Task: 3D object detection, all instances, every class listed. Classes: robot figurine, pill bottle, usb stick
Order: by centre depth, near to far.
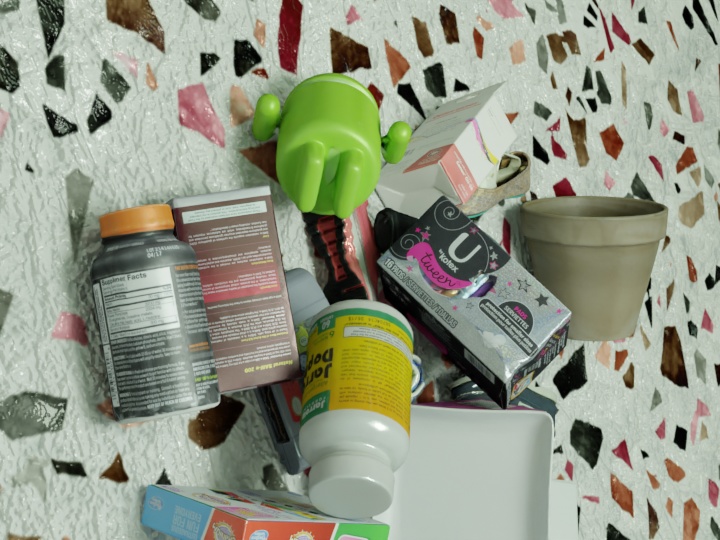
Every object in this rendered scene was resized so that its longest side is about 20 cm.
[{"bbox_3d":[-0.201,0.040,1.358,0.106,0.105,0.203,-6,86,-48],"label":"pill bottle"},{"bbox_3d":[-0.004,0.140,1.413,0.113,0.112,0.202,38,41,-36],"label":"pill bottle"},{"bbox_3d":[-0.034,-0.141,1.556,0.201,0.173,0.117,-89,-171,-56],"label":"robot figurine"},{"bbox_3d":[0.066,-0.036,1.688,0.200,0.032,0.056,14,71,-66],"label":"usb stick"}]

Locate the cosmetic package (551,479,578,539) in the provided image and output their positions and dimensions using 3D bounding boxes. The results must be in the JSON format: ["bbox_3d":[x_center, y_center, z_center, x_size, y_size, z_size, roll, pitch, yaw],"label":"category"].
[{"bbox_3d":[0.212,0.364,1.746,0.071,0.101,0.203,14,71,-46],"label":"cosmetic package"}]

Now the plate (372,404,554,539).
[{"bbox_3d":[0.109,0.246,1.509,0.032,0.197,0.202,3,89,-73],"label":"plate"}]

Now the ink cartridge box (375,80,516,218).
[{"bbox_3d":[0.114,-0.149,1.750,0.068,0.116,0.200,58,46,-19],"label":"ink cartridge box"}]

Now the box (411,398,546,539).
[{"bbox_3d":[0.125,0.256,1.621,0.175,0.096,0.203,4,93,-58],"label":"box"}]

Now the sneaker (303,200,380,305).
[{"bbox_3d":[0.000,0.000,1.619,0.086,0.073,0.203,-7,86,-50],"label":"sneaker"}]

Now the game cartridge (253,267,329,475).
[{"bbox_3d":[-0.066,0.105,1.548,0.133,0.041,0.202,-30,103,-52],"label":"game cartridge"}]

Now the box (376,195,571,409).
[{"bbox_3d":[0.129,0.036,1.585,0.200,0.132,0.115,42,80,17],"label":"box"}]

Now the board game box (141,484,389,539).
[{"bbox_3d":[-0.092,0.250,1.392,0.199,0.152,0.041,13,88,-45],"label":"board game box"}]

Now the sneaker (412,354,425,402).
[{"bbox_3d":[0.040,0.132,1.596,0.200,0.076,0.077,9,69,-73],"label":"sneaker"}]

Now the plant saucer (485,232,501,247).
[{"bbox_3d":[0.168,0.027,1.745,0.201,0.038,0.203,48,32,-42],"label":"plant saucer"}]

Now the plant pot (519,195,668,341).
[{"bbox_3d":[0.312,-0.002,1.903,0.199,0.198,0.176,-11,105,-49],"label":"plant pot"}]

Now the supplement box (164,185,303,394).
[{"bbox_3d":[-0.132,0.022,1.445,0.108,0.061,0.203,-8,86,-21],"label":"supplement box"}]

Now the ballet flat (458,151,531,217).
[{"bbox_3d":[0.163,-0.120,1.831,0.199,0.068,0.068,-25,135,-56],"label":"ballet flat"}]

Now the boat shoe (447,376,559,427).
[{"bbox_3d":[0.183,0.175,1.782,0.199,0.074,0.063,23,56,-49],"label":"boat shoe"}]
